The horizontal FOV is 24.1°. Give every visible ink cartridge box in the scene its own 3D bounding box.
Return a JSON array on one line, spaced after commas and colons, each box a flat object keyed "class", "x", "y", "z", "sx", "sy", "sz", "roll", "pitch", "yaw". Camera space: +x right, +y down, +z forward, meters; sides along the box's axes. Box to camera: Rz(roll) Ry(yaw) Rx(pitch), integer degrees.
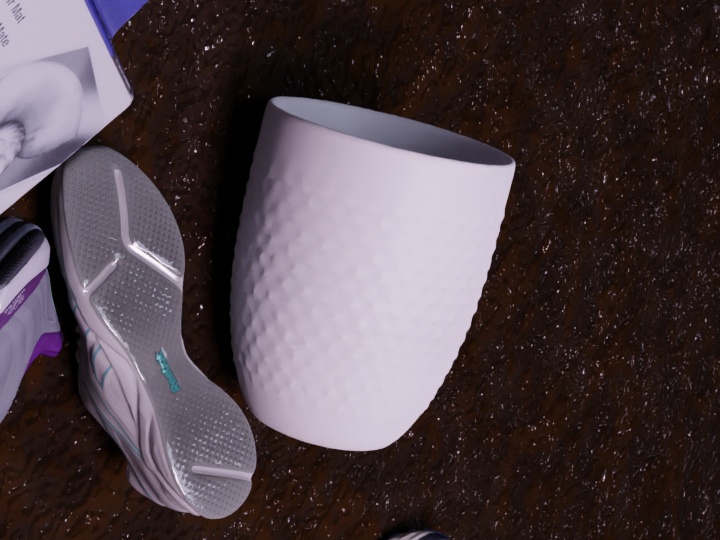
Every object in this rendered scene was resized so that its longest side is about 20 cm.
[{"class": "ink cartridge box", "x": -0.154, "y": -0.097, "z": 0.663, "sx": 0.200, "sy": 0.041, "sz": 0.200, "roll": -44, "pitch": 159, "yaw": -11}]

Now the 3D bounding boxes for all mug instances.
[{"class": "mug", "x": 0.000, "y": 0.000, "z": 0.992, "sx": 0.200, "sy": 0.146, "sz": 0.177, "roll": -60, "pitch": 165, "yaw": -78}]

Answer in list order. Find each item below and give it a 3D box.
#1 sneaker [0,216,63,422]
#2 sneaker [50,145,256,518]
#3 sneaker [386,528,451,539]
[{"class": "sneaker", "x": -0.199, "y": 0.067, "z": 0.768, "sx": 0.200, "sy": 0.074, "sz": 0.088, "roll": -50, "pitch": 142, "yaw": -35}, {"class": "sneaker", "x": -0.124, "y": 0.036, "z": 0.875, "sx": 0.070, "sy": 0.080, "sz": 0.202, "roll": -25, "pitch": 102, "yaw": -40}, {"class": "sneaker", "x": 0.022, "y": 0.258, "z": 1.136, "sx": 0.200, "sy": 0.084, "sz": 0.078, "roll": -47, "pitch": 136, "yaw": -38}]
